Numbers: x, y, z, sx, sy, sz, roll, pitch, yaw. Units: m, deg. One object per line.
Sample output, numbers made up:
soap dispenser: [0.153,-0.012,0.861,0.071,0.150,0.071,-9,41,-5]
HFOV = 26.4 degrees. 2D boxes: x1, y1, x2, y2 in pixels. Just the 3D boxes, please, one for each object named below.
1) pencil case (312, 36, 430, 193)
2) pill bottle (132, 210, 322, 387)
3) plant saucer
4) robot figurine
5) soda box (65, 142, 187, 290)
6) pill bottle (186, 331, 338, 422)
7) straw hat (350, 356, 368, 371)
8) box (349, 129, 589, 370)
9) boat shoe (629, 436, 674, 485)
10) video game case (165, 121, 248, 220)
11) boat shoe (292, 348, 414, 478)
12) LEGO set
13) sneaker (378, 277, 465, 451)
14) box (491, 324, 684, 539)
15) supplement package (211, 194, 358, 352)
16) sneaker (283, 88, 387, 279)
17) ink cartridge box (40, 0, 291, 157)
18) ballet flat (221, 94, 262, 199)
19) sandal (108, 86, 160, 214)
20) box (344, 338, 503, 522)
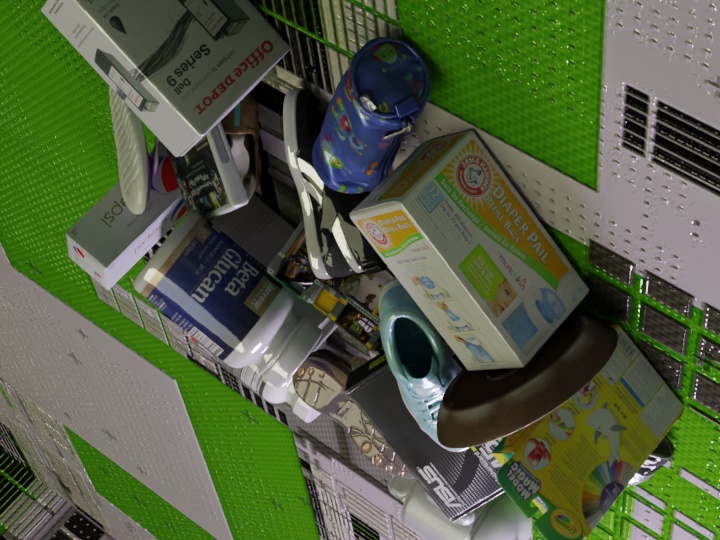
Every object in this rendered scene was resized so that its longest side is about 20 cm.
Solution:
pencil case: [0.010,-0.138,1.439,0.087,0.077,0.200,65,161,13]
pill bottle: [-0.143,0.036,1.695,0.200,0.111,0.111,39,156,-6]
plant saucer: [0.151,0.098,1.461,0.032,0.200,0.200,56,153,-12]
robot figurine: [0.132,0.302,1.920,0.199,0.114,0.169,32,-179,24]
soda box: [-0.252,-0.075,1.798,0.068,0.200,0.064,38,157,10]
pill bottle: [-0.115,0.097,1.970,0.199,0.116,0.116,37,155,12]
straw hat: [0.081,0.142,1.769,0.201,0.085,0.201,48,-171,-10]
box: [0.103,-0.017,1.450,0.200,0.113,0.101,51,155,-15]
boat shoe: [0.231,0.145,1.552,0.199,0.073,0.071,28,133,-20]
video game case: [-0.183,-0.146,1.682,0.200,0.023,0.184,-13,96,71]
boat shoe: [0.013,0.161,1.812,0.200,0.073,0.074,43,125,-4]
LEGO set: [0.000,0.000,1.689,0.199,0.116,0.154,38,-175,21]
sneaker: [0.064,0.110,1.547,0.073,0.082,0.201,-22,110,15]
box: [0.212,0.163,1.466,0.118,0.200,0.048,50,155,-14]
supplement package: [-0.120,0.014,1.835,0.200,0.121,0.120,40,156,8]
sneaker: [-0.008,-0.094,1.570,0.111,0.073,0.202,-6,108,16]
ink cartridge box: [-0.188,-0.237,1.508,0.200,0.146,0.084,47,154,-9]
ballet flat: [-0.138,-0.119,1.698,0.067,0.073,0.201,-2,149,-9]
sandal: [-0.251,-0.158,1.756,0.083,0.049,0.204,121,142,-53]
box: [0.117,0.143,1.626,0.201,0.192,0.048,52,-164,-17]
